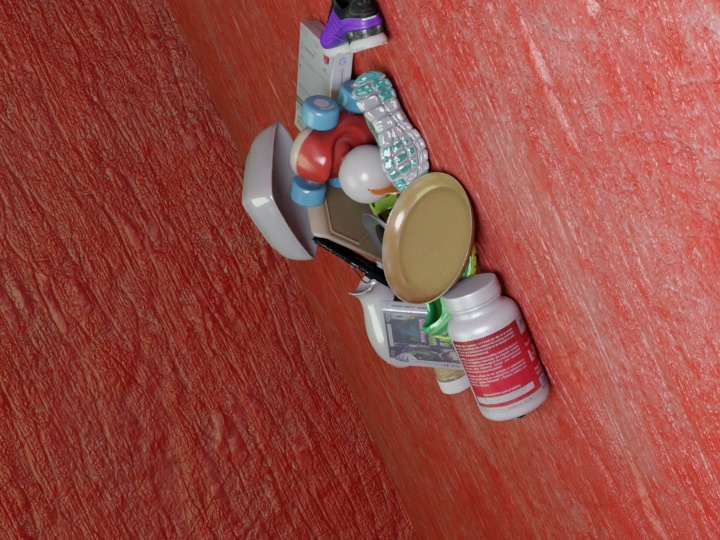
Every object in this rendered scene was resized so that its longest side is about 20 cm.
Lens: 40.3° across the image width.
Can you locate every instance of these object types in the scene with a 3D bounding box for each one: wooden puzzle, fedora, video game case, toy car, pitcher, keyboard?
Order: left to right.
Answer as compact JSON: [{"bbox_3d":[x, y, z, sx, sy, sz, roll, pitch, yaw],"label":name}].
[{"bbox_3d":[-0.025,-0.109,1.764,0.199,0.037,0.186,19,-132,-41],"label":"wooden puzzle"},{"bbox_3d":[0.000,0.000,1.714,0.199,0.040,0.104,32,-169,-2],"label":"keyboard"},{"bbox_3d":[0.005,-0.176,1.608,0.200,0.177,0.185,33,132,24],"label":"toy car"},{"bbox_3d":[0.068,0.085,2.051,0.201,0.121,0.172,61,-149,-18],"label":"pitcher"},{"bbox_3d":[0.098,-0.038,1.632,0.200,0.090,0.177,52,170,10],"label":"fedora"},{"bbox_3d":[0.129,0.115,1.672,0.200,0.181,0.023,81,-164,-57],"label":"video game case"}]

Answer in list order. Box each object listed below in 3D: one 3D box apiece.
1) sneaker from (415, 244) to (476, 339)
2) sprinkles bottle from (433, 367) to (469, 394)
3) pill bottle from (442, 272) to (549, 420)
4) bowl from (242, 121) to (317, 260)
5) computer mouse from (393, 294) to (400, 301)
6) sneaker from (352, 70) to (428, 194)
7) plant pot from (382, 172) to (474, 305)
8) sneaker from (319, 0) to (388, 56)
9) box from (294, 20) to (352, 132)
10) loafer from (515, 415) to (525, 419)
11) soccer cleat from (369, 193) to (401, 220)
[{"bbox_3d":[0.129,0.006,1.507,0.074,0.083,0.201,180,91,-67],"label":"sneaker"},{"bbox_3d":[0.150,0.132,1.848,0.201,0.068,0.068,67,169,-17],"label":"sprinkles bottle"},{"bbox_3d":[0.197,0.111,1.454,0.201,0.112,0.112,66,169,-14],"label":"pill bottle"},{"bbox_3d":[-0.142,-0.129,1.707,0.200,0.074,0.201,58,-157,-46],"label":"bowl"},{"bbox_3d":[0.091,-0.029,1.808,0.141,0.046,0.201,-86,2,-48],"label":"computer mouse"},{"bbox_3d":[0.052,-0.218,1.536,0.091,0.077,0.201,-80,-31,-80],"label":"sneaker"},{"bbox_3d":[0.105,-0.046,1.469,0.200,0.027,0.201,-20,64,48],"label":"plant pot"},{"bbox_3d":[-0.016,-0.379,1.467,0.200,0.069,0.100,25,134,67],"label":"sneaker"},{"bbox_3d":[-0.068,-0.319,1.734,0.156,0.041,0.201,-127,34,-48],"label":"box"},{"bbox_3d":[0.222,0.155,1.561,0.201,0.076,0.067,60,168,-20],"label":"loafer"},{"bbox_3d":[0.026,-0.175,1.771,0.201,0.064,0.084,64,-173,-3],"label":"soccer cleat"}]
